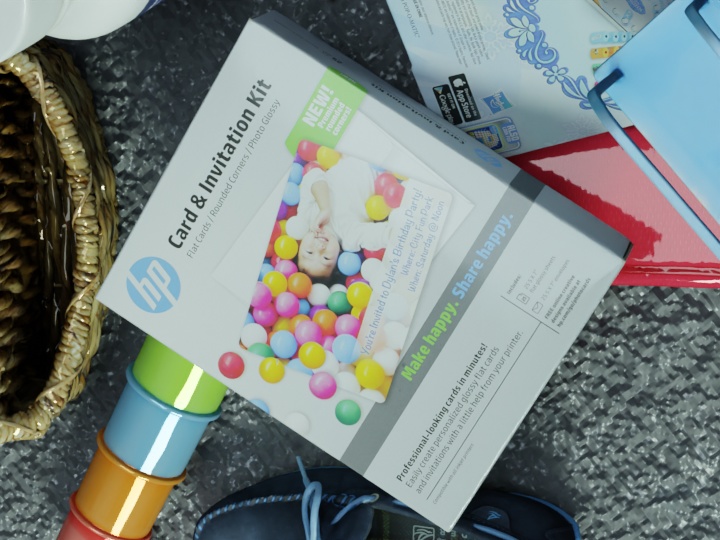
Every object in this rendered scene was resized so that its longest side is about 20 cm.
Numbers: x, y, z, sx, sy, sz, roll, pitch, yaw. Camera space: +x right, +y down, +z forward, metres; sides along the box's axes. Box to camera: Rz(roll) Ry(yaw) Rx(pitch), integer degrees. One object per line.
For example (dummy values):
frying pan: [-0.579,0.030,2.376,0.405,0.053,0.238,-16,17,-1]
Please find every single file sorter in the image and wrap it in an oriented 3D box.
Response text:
file sorter: [0.203,-0.084,0.700,0.200,0.123,0.139,-41,90,16]

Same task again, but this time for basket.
basket: [-0.199,-0.014,0.902,0.141,0.149,0.202,1,97,6]

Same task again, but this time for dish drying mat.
dish drying mat: [0.117,-0.031,0.880,0.198,0.018,0.078,1,96,17]

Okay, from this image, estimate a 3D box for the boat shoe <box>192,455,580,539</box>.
boat shoe: [0.006,0.131,0.905,0.198,0.069,0.085,-8,94,17]

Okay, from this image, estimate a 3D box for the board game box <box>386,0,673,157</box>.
board game box: [0.104,-0.151,0.795,0.197,0.044,0.201,-12,130,15]

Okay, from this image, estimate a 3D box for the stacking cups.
stacking cups: [-0.106,0.076,0.937,0.060,0.060,0.201,32,104,11]

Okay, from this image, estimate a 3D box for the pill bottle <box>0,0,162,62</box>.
pill bottle: [-0.119,-0.173,0.826,0.119,0.200,0.120,19,129,25]

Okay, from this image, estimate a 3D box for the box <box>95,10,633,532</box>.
box: [0.000,0.000,0.848,0.199,0.041,0.156,34,108,5]
